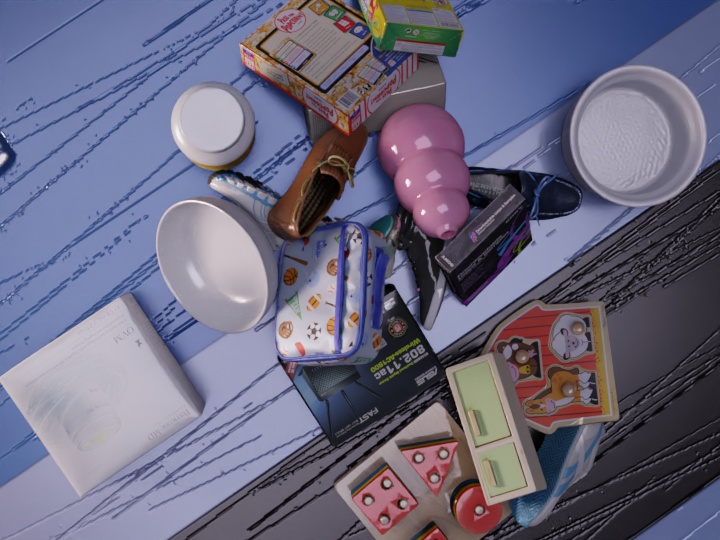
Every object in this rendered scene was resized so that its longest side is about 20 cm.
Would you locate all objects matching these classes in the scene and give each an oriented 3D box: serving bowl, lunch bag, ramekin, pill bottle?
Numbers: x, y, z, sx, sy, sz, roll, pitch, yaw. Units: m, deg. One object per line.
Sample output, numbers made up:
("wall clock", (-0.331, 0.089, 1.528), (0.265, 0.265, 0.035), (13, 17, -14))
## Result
("serving bowl", (-0.188, -0.015, 1.591), (0.066, 0.200, 0.200), (-35, 95, -47))
("lunch bag", (-0.037, 0.029, 1.550), (0.160, 0.075, 0.201), (-7, 73, 36))
("ramekin", (0.388, -0.191, 1.657), (0.200, 0.098, 0.201), (0, 92, -5))
("pill bottle", (-0.198, -0.196, 1.553), (0.112, 0.200, 0.113), (0, 91, -5))

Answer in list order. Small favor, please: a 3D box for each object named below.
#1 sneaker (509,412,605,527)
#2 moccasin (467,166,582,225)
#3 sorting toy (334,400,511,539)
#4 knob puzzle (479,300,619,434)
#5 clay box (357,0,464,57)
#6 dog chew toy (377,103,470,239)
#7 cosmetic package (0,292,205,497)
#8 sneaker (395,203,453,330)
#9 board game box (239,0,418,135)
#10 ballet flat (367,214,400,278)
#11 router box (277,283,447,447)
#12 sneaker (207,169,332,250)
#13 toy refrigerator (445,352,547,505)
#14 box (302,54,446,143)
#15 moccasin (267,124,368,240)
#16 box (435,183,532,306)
("sneaker", (0.291, 0.288, 1.661), (0.081, 0.076, 0.200), (39, 80, -37))
("moccasin", (0.227, -0.108, 1.659), (0.199, 0.068, 0.081), (3, 91, -5))
("sorting toy", (0.101, 0.330, 1.659), (0.199, 0.070, 0.200), (-39, 94, -3))
("knob puzzle", (0.262, 0.136, 1.651), (0.219, 0.030, 0.220), (-4, 72, 12))
("clay box", (0.060, -0.372, 1.593), (0.115, 0.200, 0.048), (3, 130, -18))
("dog chew toy", (0.096, -0.131, 1.580), (0.124, 0.125, 0.200), (-12, 61, -5))
("cosmetic package", (-0.353, 0.169, 1.590), (0.199, 0.123, 0.200), (-34, 95, -3))
("sneaker", (0.081, -0.017, 1.654), (0.099, 0.071, 0.201), (8, 93, 5))
("board game box", (-0.043, -0.297, 1.581), (0.200, 0.046, 0.152), (37, 68, 20))
("ballet flat", (0.000, 0.000, 1.628), (0.071, 0.069, 0.200), (38, 114, -25))
("router box", (0.002, 0.135, 1.641), (0.200, 0.062, 0.150), (-33, 102, -3))
("sneaker", (-0.134, -0.071, 1.609), (0.200, 0.075, 0.087), (27, 102, -26))
("toy refrigerator", (0.190, 0.222, 1.613), (0.076, 0.070, 0.201), (-21, 76, 20))
("box", (0.018, -0.246, 1.623), (0.199, 0.082, 0.069), (-12, 61, -6))
("moccasin", (-0.047, -0.125, 1.562), (0.201, 0.078, 0.074), (-51, 130, -26))
("box", (0.176, -0.031, 1.593), (0.143, 0.200, 0.036), (-45, 70, -2))
